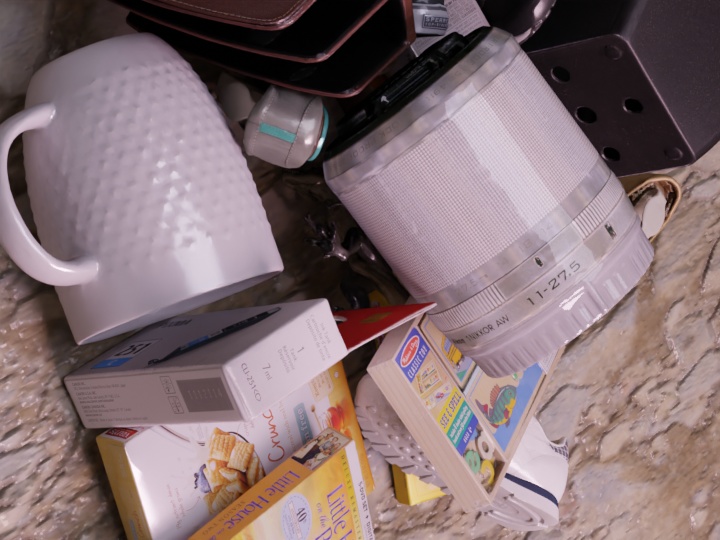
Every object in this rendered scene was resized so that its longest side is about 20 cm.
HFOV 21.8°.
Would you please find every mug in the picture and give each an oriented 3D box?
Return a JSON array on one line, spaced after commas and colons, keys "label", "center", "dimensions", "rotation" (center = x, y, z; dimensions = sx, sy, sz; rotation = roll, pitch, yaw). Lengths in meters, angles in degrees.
[{"label": "mug", "center": [-0.163, -0.054, 1.212], "dimensions": [0.199, 0.147, 0.177], "rotation": [-17, 86, -50]}]

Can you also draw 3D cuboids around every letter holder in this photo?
[{"label": "letter holder", "center": [-0.087, -0.179, 1.212], "dimensions": [0.142, 0.199, 0.101], "rotation": [-47, 144, -34]}]

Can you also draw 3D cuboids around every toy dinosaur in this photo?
[{"label": "toy dinosaur", "center": [0.000, 0.000, 1.354], "dimensions": [0.201, 0.047, 0.088], "rotation": [57, 26, 8]}]

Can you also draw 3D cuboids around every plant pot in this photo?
[{"label": "plant pot", "center": [0.201, -0.182, 1.464], "dimensions": [0.200, 0.199, 0.178], "rotation": [53, 49, -31]}]

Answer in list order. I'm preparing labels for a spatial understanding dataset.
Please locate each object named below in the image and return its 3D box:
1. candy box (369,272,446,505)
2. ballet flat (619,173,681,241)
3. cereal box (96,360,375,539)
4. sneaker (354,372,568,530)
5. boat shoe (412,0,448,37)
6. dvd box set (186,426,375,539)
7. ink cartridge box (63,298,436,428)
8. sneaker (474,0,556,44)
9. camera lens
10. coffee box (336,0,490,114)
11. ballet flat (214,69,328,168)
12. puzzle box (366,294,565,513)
[{"label": "candy box", "center": [0.062, 0.072, 1.444], "dimensions": [0.101, 0.026, 0.202], "rotation": [-13, 100, -27]}, {"label": "ballet flat", "center": [0.204, -0.018, 1.566], "dimensions": [0.069, 0.063, 0.200], "rotation": [53, 57, -22]}, {"label": "cereal box", "center": [-0.083, 0.138, 1.320], "dimensions": [0.199, 0.039, 0.145], "rotation": [-32, 116, -37]}, {"label": "sneaker", "center": [0.078, 0.120, 1.411], "dimensions": [0.199, 0.076, 0.081], "rotation": [36, 59, -27]}, {"label": "boat shoe", "center": [-0.026, -0.190, 1.312], "dimensions": [0.068, 0.198, 0.057], "rotation": [-8, 98, -59]}, {"label": "dvd box set", "center": [-0.070, 0.222, 1.301], "dimensions": [0.199, 0.029, 0.148], "rotation": [-36, 132, -32]}, {"label": "ink cartridge box", "center": [-0.076, 0.047, 1.245], "dimensions": [0.176, 0.199, 0.045], "rotation": [-32, 105, -37]}, {"label": "sneaker", "center": [0.074, -0.227, 1.409], "dimensions": [0.087, 0.200, 0.076], "rotation": [28, 95, -30]}, {"label": "camera lens", "center": [0.084, -0.050, 1.263], "dimensions": [0.160, 0.160, 0.201], "rotation": [-43, 99, -33]}, {"label": "coffee box", "center": [0.034, -0.162, 1.391], "dimensions": [0.080, 0.114, 0.201], "rotation": [-36, 101, -33]}, {"label": "ballet flat", "center": [-0.069, -0.121, 1.291], "dimensions": [0.063, 0.200, 0.068], "rotation": [14, 103, -15]}, {"label": "puzzle box", "center": [0.082, 0.062, 1.365], "dimensions": [0.134, 0.025, 0.200], "rotation": [55, 36, -17]}]
